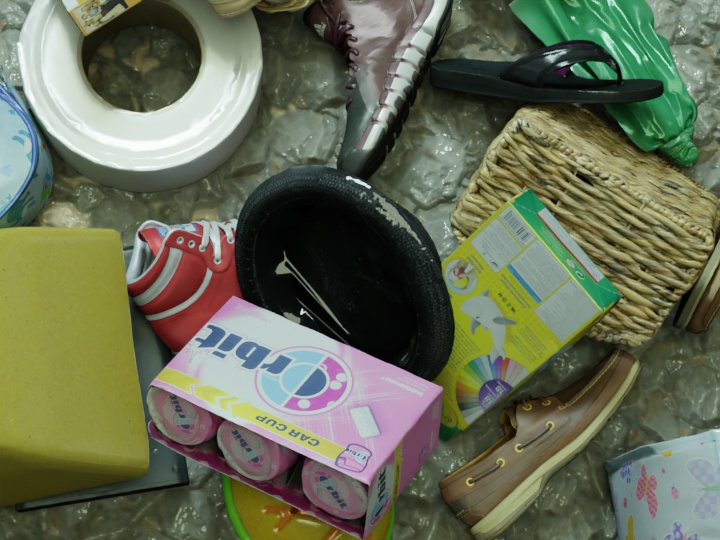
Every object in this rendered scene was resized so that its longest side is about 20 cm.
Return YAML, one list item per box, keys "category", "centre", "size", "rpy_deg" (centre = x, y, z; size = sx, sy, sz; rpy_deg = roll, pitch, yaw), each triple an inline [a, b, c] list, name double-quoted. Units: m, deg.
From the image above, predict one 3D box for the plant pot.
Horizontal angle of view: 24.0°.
- category: "plant pot"
  centre: [-0.301, 0.073, 1.250]
  size: [0.194, 0.200, 0.196]
  rpy_deg: [-15, 78, 27]

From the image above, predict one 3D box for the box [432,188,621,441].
- category: "box"
  centre: [0.100, 0.041, 1.358]
  size: [0.117, 0.048, 0.200]
  rpy_deg: [51, 122, 6]

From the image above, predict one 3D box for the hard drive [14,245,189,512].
- category: "hard drive"
  centre: [-0.223, 0.086, 1.375]
  size: [0.140, 0.033, 0.200]
  rpy_deg: [-8, 79, -6]

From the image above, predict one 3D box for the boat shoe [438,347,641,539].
- category: "boat shoe"
  centre: [0.146, 0.131, 1.373]
  size: [0.068, 0.072, 0.200]
  rpy_deg: [45, 81, 4]

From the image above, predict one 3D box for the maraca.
- category: "maraca"
  centre: [-0.048, 0.155, 1.337]
  size: [0.137, 0.107, 0.200]
  rpy_deg: [-11, 69, -27]

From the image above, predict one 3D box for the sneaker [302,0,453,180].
- category: "sneaker"
  centre: [-0.007, -0.172, 1.433]
  size: [0.115, 0.076, 0.200]
  rpy_deg: [23, 67, 6]

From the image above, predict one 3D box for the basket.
- category: "basket"
  centre: [0.186, -0.038, 1.417]
  size: [0.200, 0.149, 0.143]
  rpy_deg: [32, 111, 3]

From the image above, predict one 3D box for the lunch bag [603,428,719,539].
- category: "lunch bag"
  centre: [0.275, 0.211, 1.300]
  size: [0.127, 0.200, 0.170]
  rpy_deg: [-9, 78, -6]

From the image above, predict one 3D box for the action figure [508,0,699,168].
- category: "action figure"
  centre: [0.228, -0.171, 1.452]
  size: [0.118, 0.055, 0.200]
  rpy_deg: [-30, 78, -12]

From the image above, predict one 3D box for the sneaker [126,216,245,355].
- category: "sneaker"
  centre: [-0.104, -0.028, 1.367]
  size: [0.200, 0.071, 0.112]
  rpy_deg: [-48, 113, -15]

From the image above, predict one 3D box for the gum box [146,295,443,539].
- category: "gum box"
  centre: [-0.053, 0.105, 1.269]
  size: [0.200, 0.066, 0.114]
  rpy_deg: [23, 45, 21]

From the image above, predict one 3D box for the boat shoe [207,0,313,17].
- category: "boat shoe"
  centre: [-0.061, -0.247, 1.398]
  size: [0.074, 0.069, 0.200]
  rpy_deg: [-1, 30, 31]

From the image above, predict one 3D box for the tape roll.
- category: "tape roll"
  centre: [-0.182, -0.169, 1.414]
  size: [0.202, 0.071, 0.203]
  rpy_deg: [1, 79, -4]

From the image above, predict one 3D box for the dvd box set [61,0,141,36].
- category: "dvd box set"
  centre: [-0.157, -0.276, 1.339]
  size: [0.200, 0.029, 0.146]
  rpy_deg: [-33, 38, 0]

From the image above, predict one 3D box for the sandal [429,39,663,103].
- category: "sandal"
  centre: [0.151, -0.168, 1.402]
  size: [0.200, 0.075, 0.048]
  rpy_deg: [8, 110, 22]

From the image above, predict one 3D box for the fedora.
- category: "fedora"
  centre: [0.000, 0.000, 1.319]
  size: [0.201, 0.201, 0.092]
  rpy_deg: [42, 37, 5]

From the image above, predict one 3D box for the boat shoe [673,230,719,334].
- category: "boat shoe"
  centre: [0.335, -0.024, 1.420]
  size: [0.068, 0.072, 0.200]
  rpy_deg: [32, 78, 4]

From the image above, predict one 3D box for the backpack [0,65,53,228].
- category: "backpack"
  centre: [-0.355, -0.104, 1.349]
  size: [0.183, 0.147, 0.200]
  rpy_deg: [-39, 86, -8]
